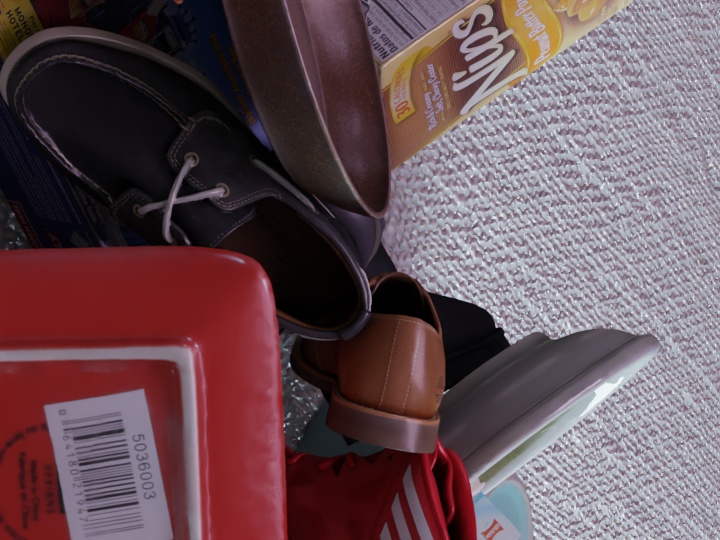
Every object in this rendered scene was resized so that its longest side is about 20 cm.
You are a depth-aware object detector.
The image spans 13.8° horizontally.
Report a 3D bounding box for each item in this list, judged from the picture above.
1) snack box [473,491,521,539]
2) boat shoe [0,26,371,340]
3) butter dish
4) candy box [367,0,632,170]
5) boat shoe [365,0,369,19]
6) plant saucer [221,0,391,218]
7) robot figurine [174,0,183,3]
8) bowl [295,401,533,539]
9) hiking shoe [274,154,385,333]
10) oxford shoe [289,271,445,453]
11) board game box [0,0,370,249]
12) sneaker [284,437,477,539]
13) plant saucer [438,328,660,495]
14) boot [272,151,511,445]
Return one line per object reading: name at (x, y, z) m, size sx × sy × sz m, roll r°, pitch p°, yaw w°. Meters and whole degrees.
snack box at (-0.008, 0.207, 1.613) m, size 0.037 × 0.200 × 0.116 m, roll 48°, pitch 33°, yaw 2°
boat shoe at (-0.073, -0.037, 1.319) m, size 0.200 × 0.072 × 0.068 m, roll 38°, pitch 12°, yaw -26°
butter dish at (-0.130, 0.076, 1.331) m, size 0.148 × 0.199 × 0.201 m, roll -85°, pitch 173°, yaw -76°
candy box at (0.070, -0.150, 1.683) m, size 0.200 × 0.055 × 0.116 m, roll -36°, pitch 155°, yaw -19°
boat shoe at (-0.007, -0.192, 1.542) m, size 0.075 × 0.062 × 0.201 m, roll -28°, pitch 122°, yaw -63°
plant saucer at (-0.030, -0.117, 1.328) m, size 0.200 × 0.034 × 0.201 m, roll -15°, pitch 90°, yaw -81°
robot figurine at (-0.140, -0.190, 1.231) m, size 0.200 × 0.144 × 0.117 m, roll 37°, pitch 82°, yaw -38°
bowl at (0.035, 0.171, 1.774) m, size 0.201 × 0.105 × 0.202 m, roll 8°, pitch 90°, yaw -66°
hiking shoe at (-0.060, 0.018, 1.440) m, size 0.200 × 0.076 × 0.101 m, roll -42°, pitch -167°, yaw 48°
oxford shoe at (0.012, 0.033, 1.425) m, size 0.200 × 0.071 × 0.072 m, roll -138°, pitch -120°, yaw -77°
board game box at (-0.094, -0.112, 1.398) m, size 0.200 × 0.062 × 0.200 m, roll -44°, pitch 125°, yaw -31°
sneaker at (-0.013, 0.104, 1.454) m, size 0.116 × 0.200 × 0.078 m, roll -48°, pitch 150°, yaw 8°
plant saucer at (0.071, 0.083, 1.619) m, size 0.050 × 0.200 × 0.200 m, roll 53°, pitch 26°, yaw 8°
boot at (0.000, 0.000, 1.627) m, size 0.163 × 0.073 × 0.198 m, roll 62°, pitch 24°, yaw 3°
